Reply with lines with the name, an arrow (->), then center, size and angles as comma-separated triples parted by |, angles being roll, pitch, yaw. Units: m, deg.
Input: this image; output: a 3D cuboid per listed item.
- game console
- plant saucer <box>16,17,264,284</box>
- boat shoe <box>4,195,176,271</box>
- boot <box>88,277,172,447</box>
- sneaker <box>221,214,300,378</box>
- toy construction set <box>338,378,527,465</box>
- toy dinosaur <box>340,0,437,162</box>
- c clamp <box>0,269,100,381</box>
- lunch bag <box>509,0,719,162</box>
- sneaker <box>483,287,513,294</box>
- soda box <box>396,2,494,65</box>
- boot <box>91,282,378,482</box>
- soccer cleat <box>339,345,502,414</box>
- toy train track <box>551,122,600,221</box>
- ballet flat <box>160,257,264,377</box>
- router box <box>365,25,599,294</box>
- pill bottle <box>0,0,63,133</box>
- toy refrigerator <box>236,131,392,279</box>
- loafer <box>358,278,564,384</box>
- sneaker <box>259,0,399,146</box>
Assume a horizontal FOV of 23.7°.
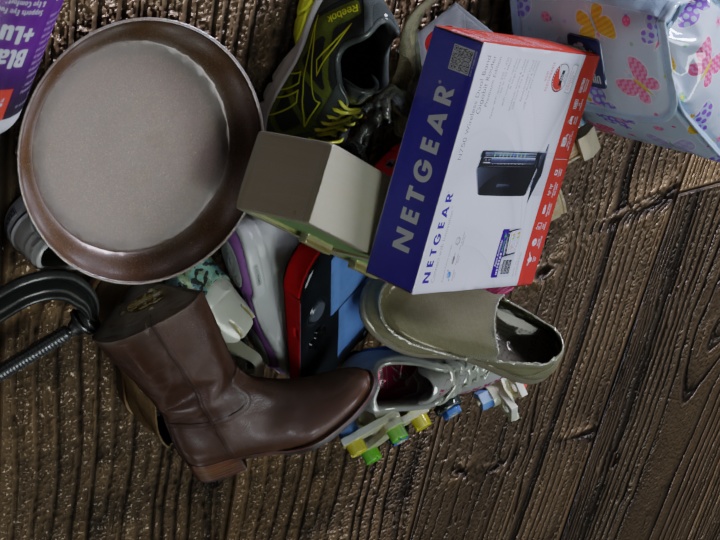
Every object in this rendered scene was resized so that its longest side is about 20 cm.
game console -> 0.000, 0.000, 1.501 | 0.200, 0.031, 0.177 | -47, 149, -35
plant saucer -> -0.166, -0.090, 1.285 | 0.199, 0.032, 0.201 | -8, 107, -28
boat shoe -> -0.177, -0.036, 1.350 | 0.199, 0.066, 0.072 | -5, 130, -36
boot -> -0.178, 0.070, 1.448 | 0.073, 0.076, 0.200 | -26, 139, -15
sneaker -> -0.058, 0.018, 1.495 | 0.099, 0.075, 0.200 | -28, 141, -17
toy construction set -> 0.059, 0.125, 1.667 | 0.199, 0.093, 0.131 | -11, 162, -13
toy dinosaur -> 0.030, -0.129, 1.321 | 0.088, 0.047, 0.200 | -43, 153, -30
c clamp -> -0.284, 0.064, 1.361 | 0.200, 0.027, 0.171 | -33, 151, 14
lunch bag -> 0.229, -0.183, 1.449 | 0.200, 0.169, 0.128 | 37, 77, -52
sneaker -> 0.099, -0.012, 1.593 | 0.074, 0.088, 0.200 | -30, 169, -17
soda box -> 0.104, -0.137, 1.488 | 0.068, 0.063, 0.200 | -40, 142, -4
boot -> -0.100, 0.070, 1.404 | 0.186, 0.064, 0.200 | -27, 126, 0
soccer cleat -> 0.078, 0.094, 1.562 | 0.199, 0.086, 0.070 | -13, 110, -21
toy train track -> 0.124, -0.066, 1.468 | 0.199, 0.033, 0.115 | -30, 122, -10
ballet flat -> -0.116, 0.055, 1.464 | 0.074, 0.074, 0.200 | -29, 138, -14
router box -> 0.098, -0.085, 1.349 | 0.179, 0.049, 0.201 | -5, 115, -53
pill bottle -> -0.262, -0.157, 1.123 | 0.111, 0.111, 0.201 | 1, 126, -41
toy refrigerator -> -0.006, -0.042, 1.353 | 0.200, 0.076, 0.070 | 25, 80, -55
loafer -> 0.095, 0.044, 1.505 | 0.199, 0.076, 0.068 | 16, 158, -20
sneaker -> -0.025, -0.141, 1.359 | 0.074, 0.085, 0.201 | -9, 131, -31
